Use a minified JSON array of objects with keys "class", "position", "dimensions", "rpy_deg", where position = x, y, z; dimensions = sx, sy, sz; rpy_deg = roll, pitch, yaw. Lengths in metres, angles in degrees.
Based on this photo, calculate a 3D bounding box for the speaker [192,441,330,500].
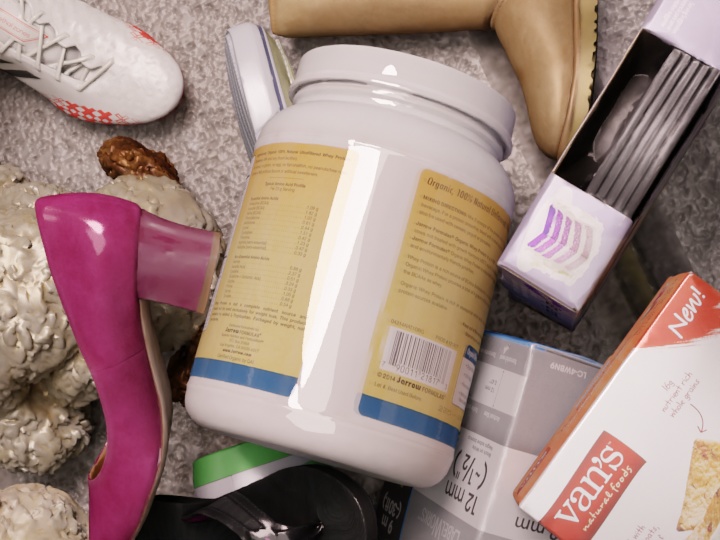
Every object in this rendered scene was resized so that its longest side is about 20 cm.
[{"class":"speaker","position":[-0.034,0.196,0.747],"dimensions":[0.088,0.088,0.202],"rpy_deg":[-19,83,8]}]

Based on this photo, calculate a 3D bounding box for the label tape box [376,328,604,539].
[{"class":"label tape box","position":[0.061,0.134,0.704],"dimensions":[0.066,0.143,0.202],"rpy_deg":[19,88,-18]}]

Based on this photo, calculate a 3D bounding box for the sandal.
[{"class":"sandal","position":[-0.073,0.151,0.687],"dimensions":[0.199,0.048,0.076],"rpy_deg":[-17,84,39]}]

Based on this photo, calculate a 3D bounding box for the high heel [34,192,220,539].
[{"class":"high heel","position":[-0.142,0.058,0.683],"dimensions":[0.095,0.067,0.202],"rpy_deg":[14,101,-11]}]

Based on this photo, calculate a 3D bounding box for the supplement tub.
[{"class":"supplement tub","position":[0.000,0.000,0.678],"dimensions":[0.143,0.145,0.202],"rpy_deg":[14,80,10]}]

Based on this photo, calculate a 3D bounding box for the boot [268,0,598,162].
[{"class":"boot","position":[0.043,-0.149,0.778],"dimensions":[0.198,0.066,0.177],"rpy_deg":[3,74,9]}]

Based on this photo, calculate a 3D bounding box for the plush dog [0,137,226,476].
[{"class":"plush dog","position":[-0.163,0.004,0.762],"dimensions":[0.170,0.160,0.202],"rpy_deg":[-17,82,-15]}]

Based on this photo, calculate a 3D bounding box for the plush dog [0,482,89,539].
[{"class":"plush dog","position":[-0.202,0.212,0.752],"dimensions":[0.159,0.199,0.174],"rpy_deg":[3,75,41]}]

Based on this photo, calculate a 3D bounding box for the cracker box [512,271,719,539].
[{"class":"cracker box","position":[0.188,0.113,0.596],"dimensions":[0.199,0.058,0.134],"rpy_deg":[37,90,6]}]

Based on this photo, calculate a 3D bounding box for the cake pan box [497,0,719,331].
[{"class":"cake pan box","position":[0.141,-0.060,0.682],"dimensions":[0.052,0.200,0.185],"rpy_deg":[30,88,11]}]

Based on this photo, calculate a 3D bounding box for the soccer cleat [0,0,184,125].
[{"class":"soccer cleat","position":[-0.204,-0.148,0.806],"dimensions":[0.199,0.085,0.069],"rpy_deg":[28,90,11]}]

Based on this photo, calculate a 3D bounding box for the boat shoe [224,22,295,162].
[{"class":"boat shoe","position":[-0.028,-0.057,0.786],"dimensions":[0.061,0.072,0.202],"rpy_deg":[-20,90,-10]}]
